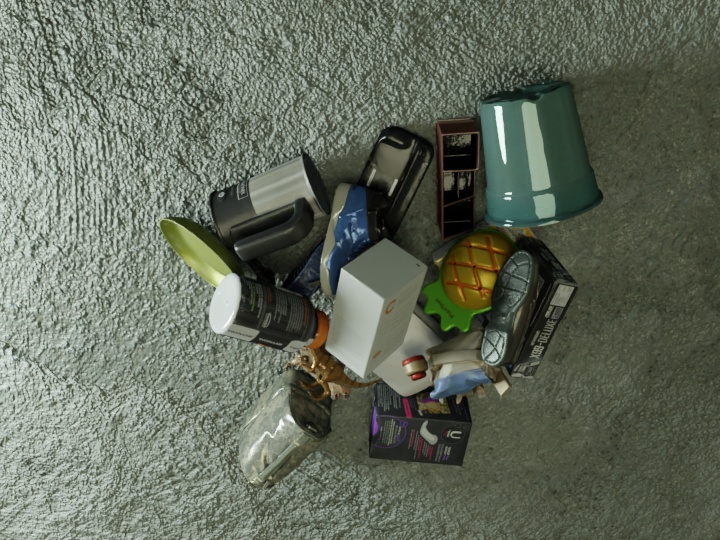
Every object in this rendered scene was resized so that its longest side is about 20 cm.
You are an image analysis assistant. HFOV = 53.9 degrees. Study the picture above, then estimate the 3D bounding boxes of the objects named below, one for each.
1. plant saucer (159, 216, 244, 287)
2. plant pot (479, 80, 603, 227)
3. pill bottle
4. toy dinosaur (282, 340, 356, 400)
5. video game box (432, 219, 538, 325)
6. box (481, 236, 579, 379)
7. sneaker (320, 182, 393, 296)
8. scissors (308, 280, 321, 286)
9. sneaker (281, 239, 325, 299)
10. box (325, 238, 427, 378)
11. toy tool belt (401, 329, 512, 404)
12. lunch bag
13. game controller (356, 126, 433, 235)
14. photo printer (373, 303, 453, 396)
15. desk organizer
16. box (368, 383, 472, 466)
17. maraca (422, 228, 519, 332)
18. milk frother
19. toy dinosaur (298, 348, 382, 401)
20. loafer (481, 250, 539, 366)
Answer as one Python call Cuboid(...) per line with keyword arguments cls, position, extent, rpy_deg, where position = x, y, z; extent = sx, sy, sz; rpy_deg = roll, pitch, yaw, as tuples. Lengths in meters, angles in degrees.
Cuboid(cls="plant saucer", position=(-0.278, -0.029, 1.277), extent=(0.200, 0.199, 0.031), rpy_deg=(48, 67, -21))
Cuboid(cls="plant pot", position=(0.287, -0.198, 1.167), extent=(0.198, 0.200, 0.198), rpy_deg=(-12, 109, 6))
Cuboid(cls="pill bottle", position=(-0.151, 0.081, 1.228), extent=(0.199, 0.107, 0.107), rpy_deg=(20, 118, -35))
Cuboid(cls="toy dinosaur", position=(-0.082, 0.153, 1.402), extent=(0.134, 0.086, 0.202), rpy_deg=(-5, 114, 4))
Cuboid(cls="video game box", position=(0.265, -0.001, 1.341), extent=(0.182, 0.047, 0.200), rpy_deg=(-35, 112, 14))
Cuboid(cls="box", position=(0.296, 0.065, 1.259), extent=(0.049, 0.158, 0.201), rpy_deg=(9, 119, -18))
Cuboid(cls="sneaker", position=(-0.002, -0.046, 1.248), extent=(0.110, 0.077, 0.202), rpy_deg=(12, 92, 12))
Cuboid(cls="scissors", position=(0.000, 0.000, 1.319), extent=(0.198, 0.014, 0.074), rpy_deg=(2, 120, -27))
Cuboid(cls="sneaker", position=(-0.084, -0.004, 1.335), extent=(0.200, 0.078, 0.070), rpy_deg=(-45, 108, -2))
Cuboid(cls="box", position=(0.024, 0.067, 1.233), extent=(0.097, 0.124, 0.201), rpy_deg=(35, 136, 22))
Cuboid(cls="toy tool belt", position=(0.171, 0.192, 1.284), extent=(0.199, 0.124, 0.124), rpy_deg=(-27, 71, 32))
Cuboid(cls="lunch bag", position=(-0.156, 0.333, 1.448), extent=(0.139, 0.168, 0.200), rpy_deg=(38, 112, -17))
Cuboid(cls="game controller", position=(0.051, -0.156, 1.273), extent=(0.104, 0.042, 0.201), rpy_deg=(27, 115, 3))
Cuboid(cls="photo printer", position=(0.089, 0.152, 1.407), extent=(0.166, 0.070, 0.200), rpy_deg=(-40, 110, 19))
Cuboid(cls="desk organizer", position=(0.171, -0.158, 1.242), extent=(0.071, 0.077, 0.202), rpy_deg=(-3, 117, 2))
Cuboid(cls="box", position=(0.120, 0.319, 1.473), extent=(0.198, 0.106, 0.123), rpy_deg=(6, 119, -3))
Cuboid(cls="maraca", position=(0.197, 0.017, 1.256), extent=(0.200, 0.107, 0.137), rpy_deg=(-48, 65, 7))
Cuboid(cls="milk frother", position=(-0.139, -0.074, 1.263), extent=(0.187, 0.182, 0.200), rpy_deg=(-20, 149, 11))
Cuboid(cls="toy dinosaur", position=(-0.055, 0.199, 1.349), extent=(0.200, 0.060, 0.106), rpy_deg=(41, 91, -19))
Cuboid(cls="loafer", position=(0.259, 0.066, 1.192), extent=(0.062, 0.072, 0.202), rpy_deg=(10, 101, -38))
